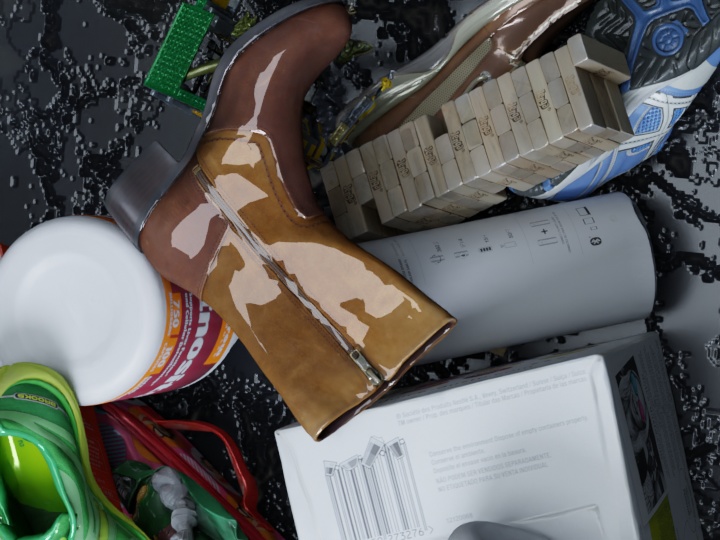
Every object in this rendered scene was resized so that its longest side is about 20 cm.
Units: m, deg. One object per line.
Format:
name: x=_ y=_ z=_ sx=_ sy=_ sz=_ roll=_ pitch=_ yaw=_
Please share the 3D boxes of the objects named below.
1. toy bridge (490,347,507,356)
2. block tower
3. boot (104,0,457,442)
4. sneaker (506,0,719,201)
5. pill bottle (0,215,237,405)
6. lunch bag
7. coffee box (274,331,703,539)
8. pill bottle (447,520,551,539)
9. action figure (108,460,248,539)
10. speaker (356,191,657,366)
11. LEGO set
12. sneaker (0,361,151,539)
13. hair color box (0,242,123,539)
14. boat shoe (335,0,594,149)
toy bridge: x=0.000 y=0.000 z=1.682 sx=0.200 sy=0.067 sz=0.027 roll=18 pitch=109 yaw=-4
block tower: x=0.067 y=-0.069 z=1.601 sx=0.200 sy=0.054 sz=0.058 roll=-27 pitch=68 yaw=28
boot: x=-0.022 y=-0.034 z=1.522 sx=0.188 sy=0.068 sz=0.200 roll=-45 pitch=68 yaw=-3
sneaker: x=0.167 y=-0.118 z=1.628 sx=0.200 sy=0.077 sz=0.076 roll=-42 pitch=61 yaw=16
pill bottle: x=-0.140 y=0.021 z=1.664 sx=0.113 sy=0.200 sz=0.113 roll=1 pitch=92 yaw=17
lunch bag: x=-0.136 y=0.177 z=1.733 sx=0.200 sy=0.082 sz=0.176 roll=41 pitch=98 yaw=15
coffee box: x=0.088 y=0.158 z=1.597 sx=0.199 sy=0.198 sz=0.201 roll=-13 pitch=89 yaw=16
pill bottle: x=0.065 y=0.246 z=1.445 sx=0.116 sy=0.116 sz=0.200 roll=25 pitch=99 yaw=15
action figure: x=-0.099 y=0.182 z=1.627 sx=0.200 sy=0.055 sz=0.118 roll=50 pitch=131 yaw=41
speaker: x=0.071 y=0.009 z=1.615 sx=0.200 sy=0.081 sz=0.081 roll=-12 pitch=88 yaw=-13
LEGO set: x=-0.029 y=-0.142 z=1.665 sx=0.154 sy=0.116 sz=0.200 roll=14 pitch=82 yaw=37
sneaker: x=-0.176 y=0.152 z=1.567 sx=0.074 sy=0.084 sz=0.200 roll=-17 pitch=112 yaw=26
hair color box: x=-0.223 y=0.093 z=1.702 sx=0.101 sy=0.061 sz=0.200 roll=-34 pitch=55 yaw=22
boat shoe: x=0.078 y=-0.119 z=1.663 sx=0.200 sy=0.076 sz=0.072 roll=-35 pitch=86 yaw=25
